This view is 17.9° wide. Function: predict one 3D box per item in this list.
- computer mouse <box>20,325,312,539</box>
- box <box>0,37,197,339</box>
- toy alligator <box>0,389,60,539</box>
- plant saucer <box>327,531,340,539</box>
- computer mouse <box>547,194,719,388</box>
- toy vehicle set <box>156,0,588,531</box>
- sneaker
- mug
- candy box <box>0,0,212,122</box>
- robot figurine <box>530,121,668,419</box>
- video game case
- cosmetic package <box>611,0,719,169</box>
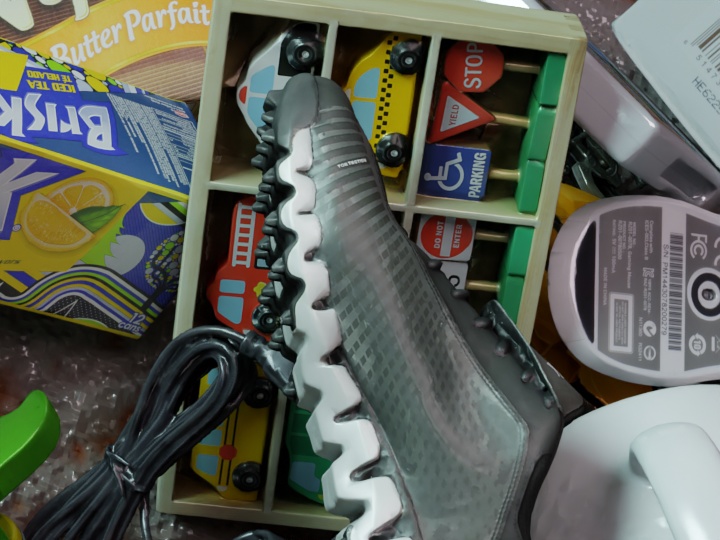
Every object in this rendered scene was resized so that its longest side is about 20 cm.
[{"bbox_3d":[-0.011,0.110,0.772,0.200,0.140,0.046,37,14,17],"label":"computer mouse"},{"bbox_3d":[-0.139,-0.039,0.773,0.200,0.070,0.064,18,32,-46],"label":"box"},{"bbox_3d":[-0.166,0.117,0.750,0.054,0.059,0.200,9,54,30],"label":"toy alligator"},{"bbox_3d":[0.062,0.168,0.840,0.200,0.034,0.200,11,62,-21],"label":"plant saucer"},{"bbox_3d":[0.148,0.012,0.876,0.200,0.044,0.110,8,81,-27],"label":"computer mouse"},{"bbox_3d":[0.000,0.000,0.795,0.124,0.200,0.027,5,26,-6],"label":"toy vehicle set"},{"bbox_3d":[0.021,0.032,0.721,0.090,0.066,0.200,-11,82,-10],"label":"sneaker"},{"bbox_3d":[0.117,0.124,0.753,0.148,0.200,0.175,-16,63,0],"label":"mug"},{"bbox_3d":[-0.092,-0.104,0.892,0.200,0.055,0.116,-9,68,-28],"label":"candy box"},{"bbox_3d":[0.078,0.014,0.906,0.200,0.058,0.145,44,47,0],"label":"robot figurine"},{"bbox_3d":[0.059,-0.102,0.889,0.200,0.024,0.182,47,10,17],"label":"video game case"},{"bbox_3d":[0.194,-0.101,0.973,0.102,0.074,0.200,53,29,8],"label":"cosmetic package"}]
